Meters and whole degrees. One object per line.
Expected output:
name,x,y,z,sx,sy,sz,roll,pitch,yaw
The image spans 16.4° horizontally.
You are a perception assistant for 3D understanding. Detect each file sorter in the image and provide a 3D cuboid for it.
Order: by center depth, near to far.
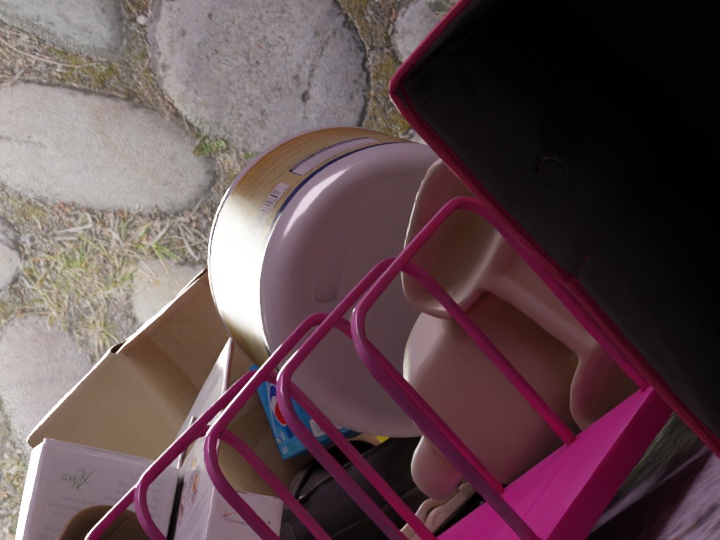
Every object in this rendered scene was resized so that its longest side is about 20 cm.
file sorter,0.001,0.085,1.007,0.200,0.125,0.139,-40,3,37

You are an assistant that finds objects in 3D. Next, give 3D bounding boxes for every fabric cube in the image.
fabric cube,0.165,-0.083,0.928,0.196,0.200,0.199,-43,1,28

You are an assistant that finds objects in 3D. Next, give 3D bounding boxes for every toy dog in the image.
toy dog,0.111,0.013,1.127,0.200,0.139,0.195,-35,-31,-57

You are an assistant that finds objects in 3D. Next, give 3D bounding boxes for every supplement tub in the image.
supplement tub,0.000,0.000,1.292,0.144,0.145,0.200,-42,15,-6

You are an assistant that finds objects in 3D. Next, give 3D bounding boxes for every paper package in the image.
paper package,-0.092,0.125,1.606,0.103,0.200,0.191,-43,1,-35

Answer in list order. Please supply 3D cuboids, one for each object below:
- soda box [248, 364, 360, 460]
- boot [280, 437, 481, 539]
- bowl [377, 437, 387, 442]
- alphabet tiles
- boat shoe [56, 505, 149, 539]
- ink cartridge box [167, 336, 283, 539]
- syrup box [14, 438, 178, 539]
soda box,0.039,0.051,1.522,0.199,0.064,0.068,-18,-7,-20
boot,0.025,0.113,1.420,0.200,0.073,0.182,-45,3,37
bowl,0.041,0.061,1.671,0.200,0.108,0.200,-43,2,2
alphabet tiles,-0.013,0.172,1.231,0.200,0.015,0.196,-48,-6,20
boat shoe,-0.144,0.224,1.306,0.063,0.073,0.202,130,144,-60
ink cartridge box,-0.083,0.154,1.354,0.200,0.043,0.174,123,158,-62
syrup box,-0.161,0.201,1.381,0.079,0.081,0.201,146,136,-77
